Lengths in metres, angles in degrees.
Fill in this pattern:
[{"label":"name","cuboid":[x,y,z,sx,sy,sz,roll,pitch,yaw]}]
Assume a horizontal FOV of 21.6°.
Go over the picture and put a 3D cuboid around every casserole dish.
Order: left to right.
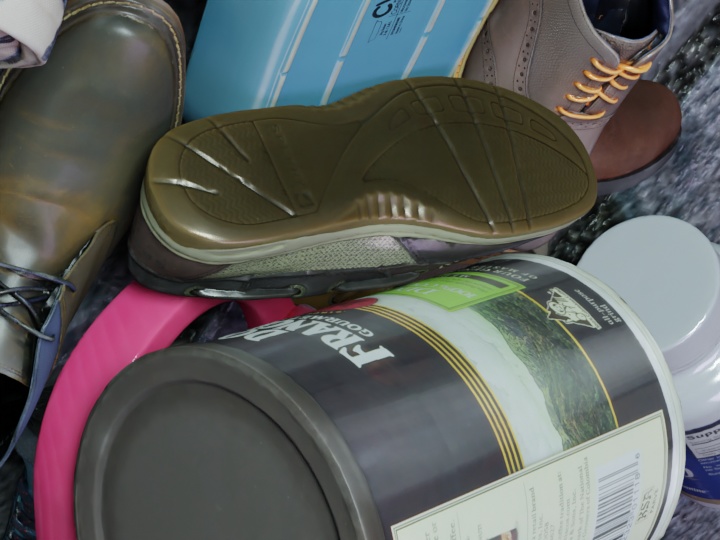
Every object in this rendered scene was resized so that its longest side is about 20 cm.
[{"label":"casserole dish","cuboid":[0.001,-0.099,0.712,0.121,0.039,0.200,-19,156,-27]}]

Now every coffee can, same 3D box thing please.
[{"label":"coffee can","cuboid":[0.012,0.081,0.726,0.200,0.146,0.147,-15,135,-49]}]

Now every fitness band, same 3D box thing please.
[{"label":"fitness band","cuboid":[-0.073,0.083,0.782,0.143,0.037,0.201,-31,137,-37]}]

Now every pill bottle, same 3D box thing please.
[{"label":"pill bottle","cuboid":[0.187,0.051,1.057,0.111,0.111,0.200,-44,143,0]}]

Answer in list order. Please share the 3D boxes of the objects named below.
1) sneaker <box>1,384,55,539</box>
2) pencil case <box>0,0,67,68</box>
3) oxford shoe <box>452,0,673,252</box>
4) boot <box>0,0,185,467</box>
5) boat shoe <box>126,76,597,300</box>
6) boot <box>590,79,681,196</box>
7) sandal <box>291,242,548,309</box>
[{"label":"sneaker","cuboid":[-0.129,0.135,0.870,0.095,0.079,0.200,-33,142,-11]},{"label":"pencil case","cuboid":[-0.102,-0.158,0.559,0.078,0.089,0.201,47,63,-81]},{"label":"oxford shoe","cuboid":[0.084,-0.087,0.778,0.071,0.073,0.201,-9,124,-26]},{"label":"boot","cuboid":[-0.114,-0.006,0.688,0.074,0.097,0.200,17,135,-17]},{"label":"boat shoe","cuboid":[0.000,-0.029,0.731,0.199,0.073,0.065,-3,155,-31]},{"label":"boot","cuboid":[0.093,-0.136,0.844,0.188,0.069,0.201,-1,121,-27]},{"label":"sandal","cuboid":[0.000,0.000,0.837,0.199,0.054,0.080,3,159,-29]}]
